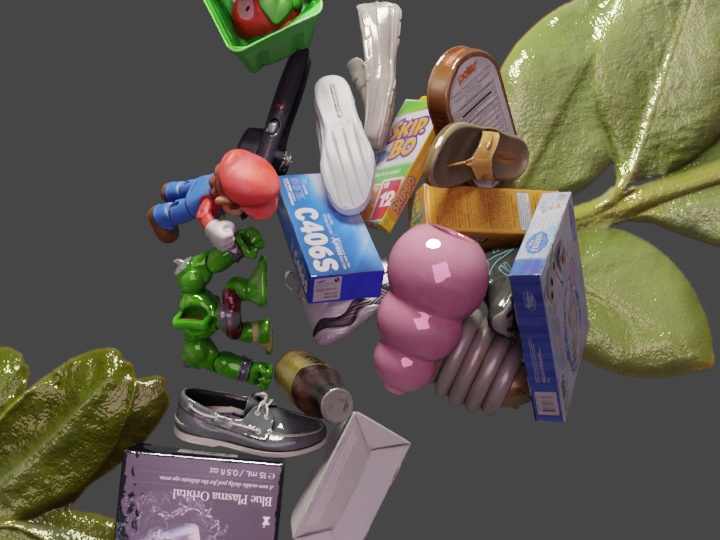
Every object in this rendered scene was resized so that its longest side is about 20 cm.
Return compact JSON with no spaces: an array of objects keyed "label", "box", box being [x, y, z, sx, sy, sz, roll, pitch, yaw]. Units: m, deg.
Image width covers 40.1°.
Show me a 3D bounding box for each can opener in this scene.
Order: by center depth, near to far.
[{"label":"can opener","box":[-0.106,-0.205,1.299,0.077,0.063,0.204,21,82,-1]}]

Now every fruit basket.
[{"label":"fruit basket","box":[-0.134,-0.383,1.234,0.153,0.216,0.219,-26,85,-7]}]

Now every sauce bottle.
[{"label":"sauce bottle","box":[-0.054,0.142,1.188,0.065,0.200,0.068,-2,97,-19]}]

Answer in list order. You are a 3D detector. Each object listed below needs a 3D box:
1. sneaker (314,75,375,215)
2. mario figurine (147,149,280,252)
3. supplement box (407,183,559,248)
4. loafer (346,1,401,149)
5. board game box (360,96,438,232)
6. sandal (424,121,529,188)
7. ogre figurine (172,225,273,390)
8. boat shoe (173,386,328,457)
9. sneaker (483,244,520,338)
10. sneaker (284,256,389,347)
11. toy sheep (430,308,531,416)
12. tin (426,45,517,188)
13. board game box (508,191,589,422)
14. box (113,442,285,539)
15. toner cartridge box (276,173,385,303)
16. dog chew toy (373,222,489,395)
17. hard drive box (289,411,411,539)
[{"label":"sneaker","box":[-0.019,-0.153,1.272,0.071,0.071,0.204,-8,63,1]},{"label":"mario figurine","box":[-0.169,-0.077,1.222,0.105,0.197,0.126,6,77,-48]},{"label":"supplement box","box":[0.162,-0.069,1.279,0.196,0.067,0.070,0,74,-20]},{"label":"loafer","box":[0.015,-0.261,1.318,0.068,0.070,0.205,5,76,2]},{"label":"board game box","box":[0.054,-0.147,1.292,0.030,0.095,0.202,38,78,-33]},{"label":"sandal","box":[0.156,-0.140,1.233,0.197,0.054,0.082,-4,109,-43]},{"label":"ogre figurine","box":[-0.172,0.050,1.240,0.117,0.099,0.203,-2,125,-1]},{"label":"boat shoe","box":[-0.136,0.185,1.236,0.195,0.073,0.063,6,112,0]},{"label":"sneaker","box":[0.174,0.025,1.226,0.078,0.200,0.077,7,114,15]},{"label":"sneaker","box":[0.000,0.000,1.276,0.198,0.075,0.116,-35,89,-5]},{"label":"toy sheep","box":[0.140,0.109,1.252,0.197,0.138,0.140,25,81,13]},{"label":"tin","box":[0.148,-0.191,1.273,0.112,0.041,0.202,-45,130,-28]},{"label":"board game box","box":[0.234,0.041,1.198,0.043,0.200,0.203,-1,120,24]},{"label":"box","box":[-0.195,0.323,1.199,0.192,0.117,0.205,5,83,-4]},{"label":"toner cartridge box","box":[-0.043,-0.045,1.227,0.093,0.044,0.202,-4,42,-18]},{"label":"dog chew toy","box":[0.074,0.050,1.169,0.122,0.125,0.204,21,100,-2]},{"label":"hard drive box","box":[-0.017,0.254,1.180,0.076,0.200,0.158,28,82,-1]}]
